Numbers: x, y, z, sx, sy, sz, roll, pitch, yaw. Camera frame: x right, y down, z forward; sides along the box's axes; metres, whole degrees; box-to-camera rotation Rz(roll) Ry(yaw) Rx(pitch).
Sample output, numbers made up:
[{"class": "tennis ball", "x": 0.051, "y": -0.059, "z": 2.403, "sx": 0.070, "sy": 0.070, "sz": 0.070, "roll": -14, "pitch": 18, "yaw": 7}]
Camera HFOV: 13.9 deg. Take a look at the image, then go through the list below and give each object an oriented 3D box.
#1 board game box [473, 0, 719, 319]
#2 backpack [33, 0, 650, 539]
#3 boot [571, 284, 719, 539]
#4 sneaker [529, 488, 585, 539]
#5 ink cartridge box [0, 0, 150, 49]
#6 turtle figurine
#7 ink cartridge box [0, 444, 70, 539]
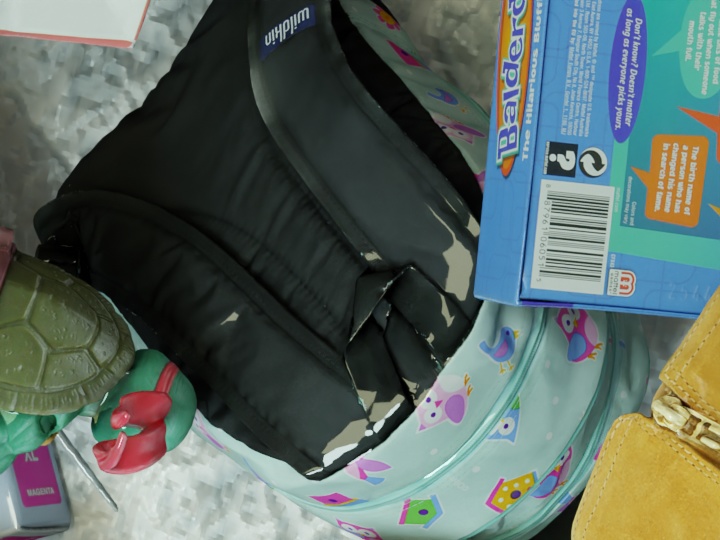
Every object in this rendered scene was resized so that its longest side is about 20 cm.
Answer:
[{"class": "board game box", "x": 0.139, "y": -0.057, "z": 0.875, "sx": 0.045, "sy": 0.199, "sz": 0.153, "roll": -170, "pitch": 86, "yaw": -74}, {"class": "backpack", "x": 0.000, "y": 0.000, "z": 0.965, "sx": 0.167, "sy": 0.126, "sz": 0.200, "roll": -55, "pitch": 43, "yaw": 10}, {"class": "boot", "x": 0.115, "y": 0.111, "z": 0.814, "sx": 0.144, "sy": 0.071, "sz": 0.202, "roll": 25, "pitch": 91, "yaw": 30}, {"class": "sneaker", "x": 0.066, "y": 0.140, "z": 0.958, "sx": 0.076, "sy": 0.091, "sz": 0.201, "roll": -28, "pitch": 71, "yaw": 26}, {"class": "ink cartridge box", "x": -0.131, "y": -0.170, "z": 0.987, "sx": 0.200, "sy": 0.067, "sz": 0.117, "roll": 42, "pitch": 120, "yaw": 45}, {"class": "turtle figurine", "x": -0.125, "y": 0.033, "z": 0.912, "sx": 0.199, "sy": 0.150, "sz": 0.101, "roll": 22, "pitch": 118, "yaw": -4}, {"class": "ink cartridge box", "x": -0.190, "y": 0.019, "z": 1.143, "sx": 0.119, "sy": 0.042, "sz": 0.201, "roll": -20, "pitch": 77, "yaw": 28}]
